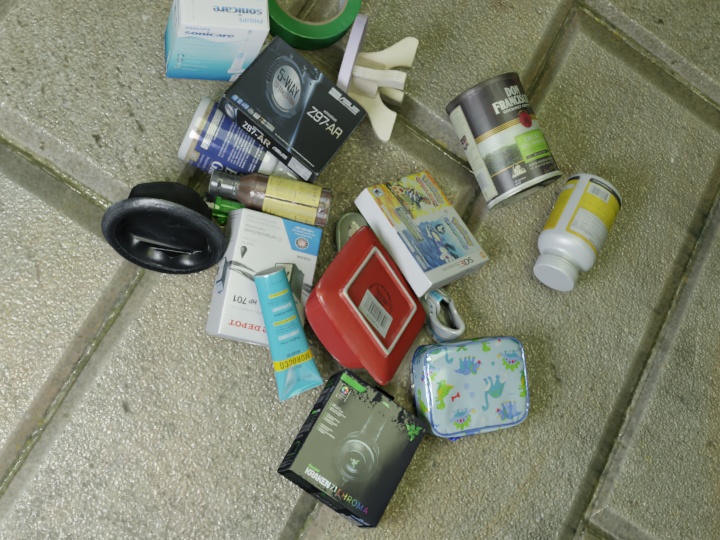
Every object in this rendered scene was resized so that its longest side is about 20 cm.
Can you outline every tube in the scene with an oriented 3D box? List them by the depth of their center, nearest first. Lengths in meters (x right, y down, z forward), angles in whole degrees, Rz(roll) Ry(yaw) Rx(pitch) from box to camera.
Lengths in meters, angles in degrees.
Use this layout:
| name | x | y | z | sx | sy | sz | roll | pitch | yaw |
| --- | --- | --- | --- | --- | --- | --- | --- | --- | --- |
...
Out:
| name | x | y | z | sx | sy | sz | roll | pitch | yaw |
| --- | --- | --- | --- | --- | --- | --- | --- | --- | --- |
| tube | -0.118 | 0.097 | 1.595 | 0.076 | 0.050 | 0.204 | -18 | 103 | -16 |

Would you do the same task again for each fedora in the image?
| name | x | y | z | sx | sy | sz | roll | pitch | yaw |
| --- | --- | --- | --- | --- | --- | --- | --- | --- | --- |
| fedora | -0.305 | -0.079 | 1.612 | 0.197 | 0.201 | 0.093 | 14 | 52 | -14 |

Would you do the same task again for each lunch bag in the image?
| name | x | y | z | sx | sy | sz | roll | pitch | yaw |
| --- | --- | --- | --- | --- | --- | --- | --- | --- | --- |
| lunch bag | 0.185 | 0.199 | 1.735 | 0.196 | 0.082 | 0.164 | -7 | 88 | -20 |

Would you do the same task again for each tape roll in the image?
| name | x | y | z | sx | sy | sz | roll | pitch | yaw |
| --- | --- | --- | --- | --- | --- | --- | --- | --- | --- |
| tape roll | -0.097 | -0.502 | 1.840 | 0.196 | 0.048 | 0.205 | 4 | 76 | -17 |

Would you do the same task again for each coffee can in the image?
| name | x | y | z | sx | sy | sz | roll | pitch | yaw |
| --- | --- | --- | --- | --- | --- | --- | --- | --- | --- |
| coffee can | 0.257 | -0.231 | 1.838 | 0.144 | 0.146 | 0.203 | -21 | 84 | -21 |

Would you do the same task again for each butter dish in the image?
| name | x | y | z | sx | sy | sz | roll | pitch | yaw |
| --- | --- | --- | --- | --- | --- | --- | --- | --- | --- |
| butter dish | -0.016 | 0.068 | 1.652 | 0.201 | 0.146 | 0.200 | 54 | 41 | -17 |

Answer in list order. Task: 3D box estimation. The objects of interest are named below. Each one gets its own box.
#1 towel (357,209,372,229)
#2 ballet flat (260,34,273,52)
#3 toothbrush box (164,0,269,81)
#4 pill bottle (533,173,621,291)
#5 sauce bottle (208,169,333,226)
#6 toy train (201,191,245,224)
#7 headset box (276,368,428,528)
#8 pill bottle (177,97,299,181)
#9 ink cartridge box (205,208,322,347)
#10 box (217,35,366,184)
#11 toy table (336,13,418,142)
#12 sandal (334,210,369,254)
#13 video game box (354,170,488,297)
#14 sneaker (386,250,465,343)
| name | x | y | z | sx | sy | sz | roll | pitch | yaw |
| --- | --- | --- | --- | --- | --- | --- | --- | --- | --- |
| towel | 0.085 | -0.070 | 1.812 | 0.196 | 0.018 | 0.088 | 15 | 68 | -14 |
| ballet flat | -0.144 | -0.334 | 1.772 | 0.071 | 0.072 | 0.204 | -14 | 81 | -21 |
| toothbrush box | -0.241 | -0.393 | 1.683 | 0.143 | 0.200 | 0.087 | -1 | 77 | -17 |
| pill bottle | 0.391 | -0.068 | 1.860 | 0.111 | 0.112 | 0.202 | 33 | 69 | -8 |
| sauce bottle | -0.143 | -0.122 | 1.637 | 0.196 | 0.065 | 0.066 | 14 | 72 | -3 |
| toy train | -0.241 | -0.106 | 1.690 | 0.196 | 0.056 | 0.043 | 12 | 73 | -15 |
| headset box | -0.008 | 0.283 | 1.651 | 0.173 | 0.093 | 0.202 | 35 | 68 | -8 |
| pill bottle | -0.194 | -0.195 | 1.697 | 0.197 | 0.111 | 0.113 | 25 | 70 | -10 |
| ink cartridge box | -0.155 | 0.017 | 1.647 | 0.144 | 0.086 | 0.204 | 13 | 82 | -23 |
| box | -0.110 | -0.262 | 1.670 | 0.199 | 0.044 | 0.161 | 40 | 61 | -3 |
| toy table | 0.023 | -0.332 | 1.777 | 0.115 | 0.184 | 0.204 | 16 | 98 | 1 |
| sandal | -0.001 | -0.001 | 1.737 | 0.078 | 0.057 | 0.205 | -13 | 90 | -19 |
| video game box | 0.108 | -0.067 | 1.746 | 0.181 | 0.047 | 0.202 | -20 | 71 | -50 |
| sneaker | 0.115 | 0.037 | 1.752 | 0.075 | 0.087 | 0.200 | -42 | 93 | -16 |
